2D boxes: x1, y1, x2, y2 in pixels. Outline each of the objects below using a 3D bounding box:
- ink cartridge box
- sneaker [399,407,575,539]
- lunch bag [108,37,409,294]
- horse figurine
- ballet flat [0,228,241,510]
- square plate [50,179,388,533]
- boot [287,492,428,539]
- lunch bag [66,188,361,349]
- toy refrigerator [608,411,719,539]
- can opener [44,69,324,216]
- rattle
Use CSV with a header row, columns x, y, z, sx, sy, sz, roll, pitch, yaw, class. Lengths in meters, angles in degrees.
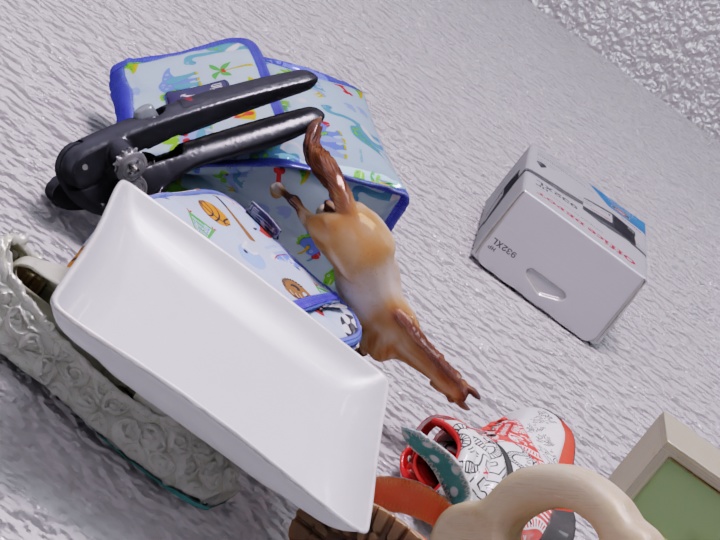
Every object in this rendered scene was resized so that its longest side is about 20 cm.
x,y,z,sx,sy,sz,roll,pitch,yaw,class
0.192,-0.029,1.895,0.145,0.084,0.200,36,17,-4,ink cartridge box
0.083,0.121,1.325,0.108,0.067,0.201,35,20,-12,sneaker
-0.084,-0.084,1.461,0.200,0.128,0.170,14,27,-21,lunch bag
0.000,0.000,1.339,0.133,0.050,0.200,26,-39,62,horse figurine
-0.137,0.051,1.087,0.200,0.072,0.072,37,17,-1,ballet flat
-0.073,0.047,1.076,0.198,0.028,0.200,38,19,-10,square plate
0.046,0.194,1.079,0.200,0.075,0.107,42,8,8,boot
-0.084,0.023,1.250,0.160,0.076,0.200,43,19,12,lunch bag
0.287,0.201,1.499,0.200,0.076,0.070,36,17,-6,toy refrigerator
-0.113,-0.090,1.318,0.200,0.063,0.079,-24,32,-20,can opener
0.114,0.164,1.199,0.143,0.130,0.200,-11,21,-44,rattle
